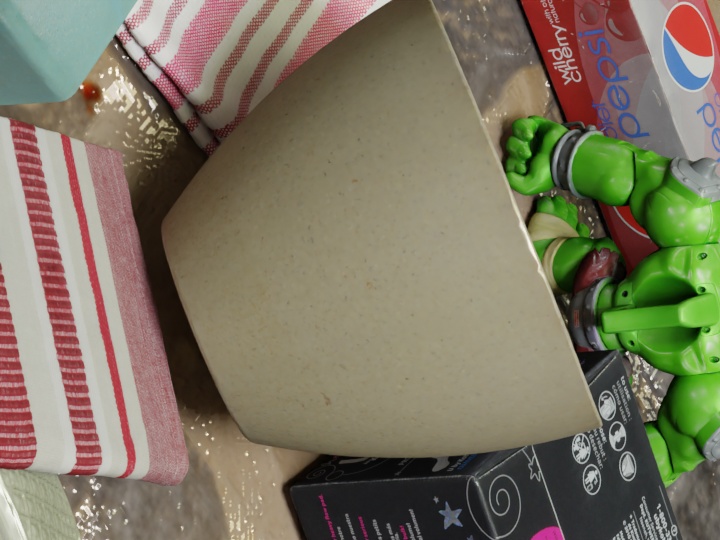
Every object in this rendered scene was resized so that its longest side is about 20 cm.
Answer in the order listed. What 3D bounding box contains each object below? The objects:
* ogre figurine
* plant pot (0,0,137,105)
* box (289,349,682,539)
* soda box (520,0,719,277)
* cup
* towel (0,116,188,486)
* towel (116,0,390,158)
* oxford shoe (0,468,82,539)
[{"bbox_3d":[0.133,0.025,1.437,0.098,0.120,0.201,19,72,-45],"label":"ogre figurine"},{"bbox_3d":[-0.171,-0.163,1.116,0.200,0.141,0.142,58,47,-35],"label":"plant pot"},{"bbox_3d":[0.074,0.155,1.359,0.132,0.114,0.201,-36,113,-46],"label":"box"},{"bbox_3d":[0.149,-0.082,1.506,0.063,0.070,0.201,-39,114,-43],"label":"soda box"},{"bbox_3d":[0.000,0.000,1.252,0.200,0.143,0.201,-23,90,-88],"label":"cup"},{"bbox_3d":[-0.132,0.010,1.149,0.200,0.023,0.145,16,58,-66],"label":"towel"},{"bbox_3d":[-0.060,-0.143,1.311,0.200,0.030,0.147,53,51,-30],"label":"towel"},{"bbox_3d":[-0.135,0.125,1.158,0.075,0.057,0.201,-82,155,-63],"label":"oxford shoe"}]
